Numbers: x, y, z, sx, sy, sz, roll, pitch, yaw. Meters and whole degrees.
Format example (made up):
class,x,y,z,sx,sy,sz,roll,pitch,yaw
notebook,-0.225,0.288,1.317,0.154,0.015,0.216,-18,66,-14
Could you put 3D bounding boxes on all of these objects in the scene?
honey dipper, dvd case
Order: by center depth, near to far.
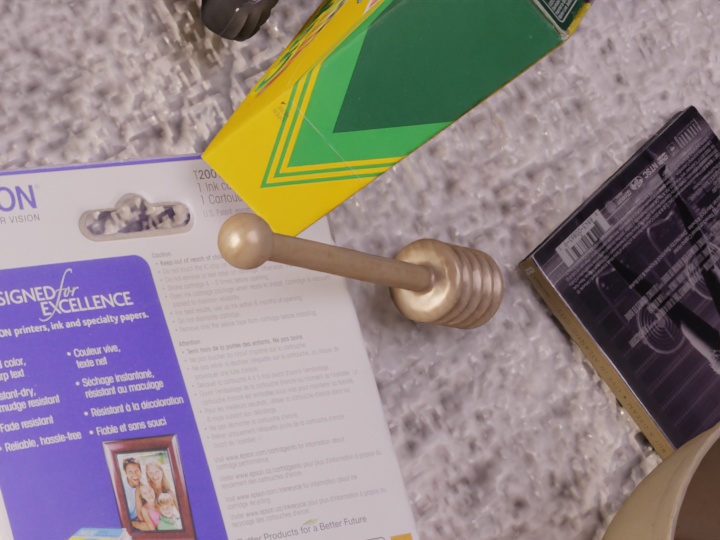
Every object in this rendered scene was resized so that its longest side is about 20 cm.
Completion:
class,x,y,z,sx,sy,sz,roll,pitch,yaw
honey dipper,0.000,0.000,1.032,0.200,0.038,0.038,9,65,-59
dvd case,0.180,0.036,1.201,0.200,0.016,0.149,53,53,-5

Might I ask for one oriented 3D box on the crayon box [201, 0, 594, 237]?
class,x,y,z,sx,sy,sz,roll,pitch,yaw
crayon box,0.040,-0.120,1.042,0.058,0.172,0.200,48,38,-12

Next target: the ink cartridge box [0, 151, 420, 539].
class,x,y,z,sx,sy,sz,roll,pitch,yaw
ink cartridge box,-0.080,0.052,1.009,0.197,0.043,0.201,-6,75,-36

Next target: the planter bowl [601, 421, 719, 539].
class,x,y,z,sx,sy,sz,roll,pitch,yaw
planter bowl,0.172,0.166,1.075,0.199,0.135,0.202,12,67,-30

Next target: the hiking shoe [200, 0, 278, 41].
class,x,y,z,sx,sy,sz,roll,pitch,yaw
hiking shoe,-0.085,-0.191,1.089,0.100,0.076,0.201,3,62,-23
